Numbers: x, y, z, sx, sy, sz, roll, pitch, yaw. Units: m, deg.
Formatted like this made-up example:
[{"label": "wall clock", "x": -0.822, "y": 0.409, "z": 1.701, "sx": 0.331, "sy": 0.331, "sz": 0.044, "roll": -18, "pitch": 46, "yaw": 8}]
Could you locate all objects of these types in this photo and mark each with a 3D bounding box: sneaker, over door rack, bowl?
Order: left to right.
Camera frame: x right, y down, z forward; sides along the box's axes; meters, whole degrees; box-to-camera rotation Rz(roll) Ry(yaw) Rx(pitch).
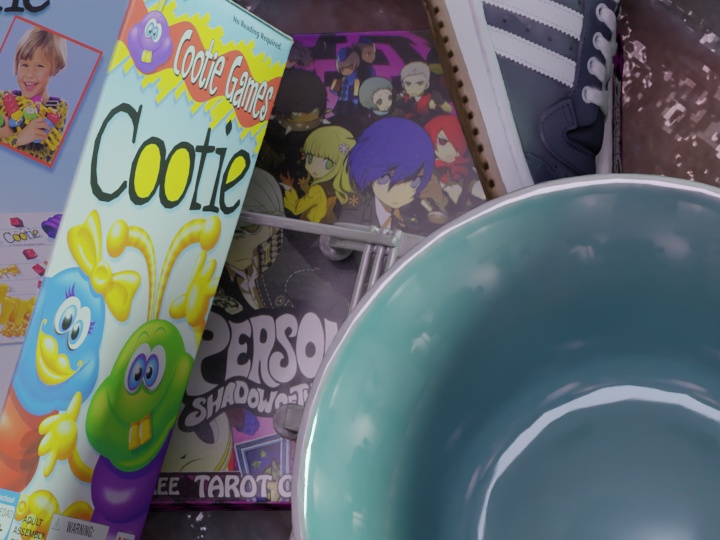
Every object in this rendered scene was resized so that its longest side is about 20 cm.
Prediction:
[{"label": "over door rack", "x": -0.060, "y": 0.044, "z": 0.938, "sx": 0.199, "sy": 0.067, "sz": 0.149, "roll": 12, "pitch": 83, "yaw": 28}, {"label": "sneaker", "x": 0.080, "y": -0.093, "z": 0.930, "sx": 0.108, "sy": 0.070, "sz": 0.201, "roll": -16, "pitch": 80, "yaw": 0}, {"label": "bowl", "x": 0.085, "y": 0.081, "z": 0.837, "sx": 0.199, "sy": 0.105, "sz": 0.202, "roll": -4, "pitch": 70, "yaw": 10}]

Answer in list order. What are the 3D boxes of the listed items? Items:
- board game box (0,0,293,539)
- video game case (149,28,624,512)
[{"label": "board game box", "x": -0.115, "y": -0.007, "z": 0.880, "sx": 0.104, "sy": 0.103, "sz": 0.201, "roll": 15, "pitch": 85, "yaw": 30}, {"label": "video game case", "x": 0.000, "y": 0.000, "z": 0.980, "sx": 0.199, "sy": 0.036, "sz": 0.183, "roll": -1, "pitch": 78, "yaw": 12}]
